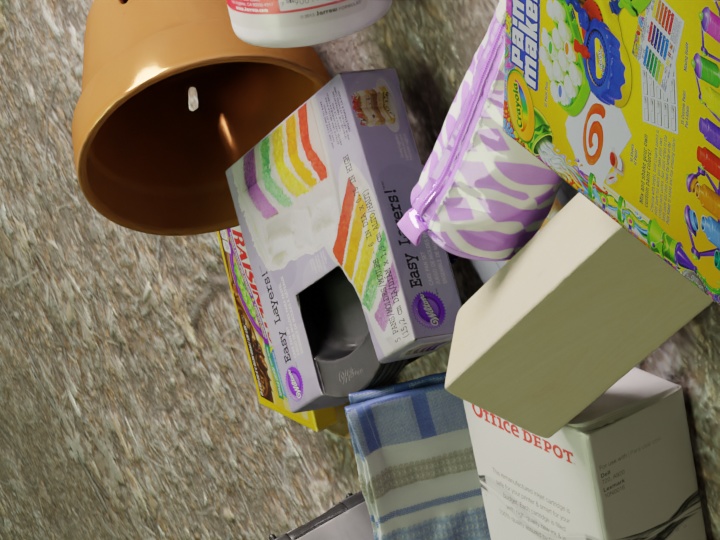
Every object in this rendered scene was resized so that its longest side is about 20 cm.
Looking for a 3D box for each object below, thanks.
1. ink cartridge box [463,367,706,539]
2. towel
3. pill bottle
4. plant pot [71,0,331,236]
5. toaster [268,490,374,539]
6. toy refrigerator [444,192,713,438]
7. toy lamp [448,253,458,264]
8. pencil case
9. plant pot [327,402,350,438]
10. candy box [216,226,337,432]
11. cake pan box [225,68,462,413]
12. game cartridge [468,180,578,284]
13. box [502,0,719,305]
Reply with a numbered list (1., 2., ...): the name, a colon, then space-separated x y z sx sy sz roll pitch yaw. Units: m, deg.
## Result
1. ink cartridge box: 0.149 0.156 1.336 0.146 0.084 0.201 24 130 56
2. towel: 0.076 0.160 1.421 0.024 0.146 0.201 -101 -2 -67
3. pill bottle: -0.048 -0.257 1.359 0.112 0.112 0.201 26 133 55
4. plant pot: -0.126 -0.141 1.542 0.200 0.199 0.140 103 153 -52
5. toaster: 0.015 0.241 1.570 0.119 0.180 0.200 52 152 23
6. toy refrigerator: 0.133 0.010 1.178 0.200 0.076 0.070 -48 23 45
7. toy lamp: 0.000 0.000 1.511 0.200 0.058 0.058 -31 82 56
8. pencil case: 0.092 -0.100 1.183 0.084 0.085 0.201 46 132 35
9. plant pot: -0.033 0.038 1.677 0.200 0.027 0.201 45 148 39
10. candy box: -0.073 0.027 1.686 0.102 0.026 0.201 18 126 55
11. cake pan box: -0.012 -0.013 1.433 0.184 0.052 0.201 -33 69 57
12. game cartridge: 0.106 -0.053 1.309 0.133 0.041 0.200 55 153 16
13. box: 0.171 -0.125 1.011 0.193 0.122 0.201 43 147 42
